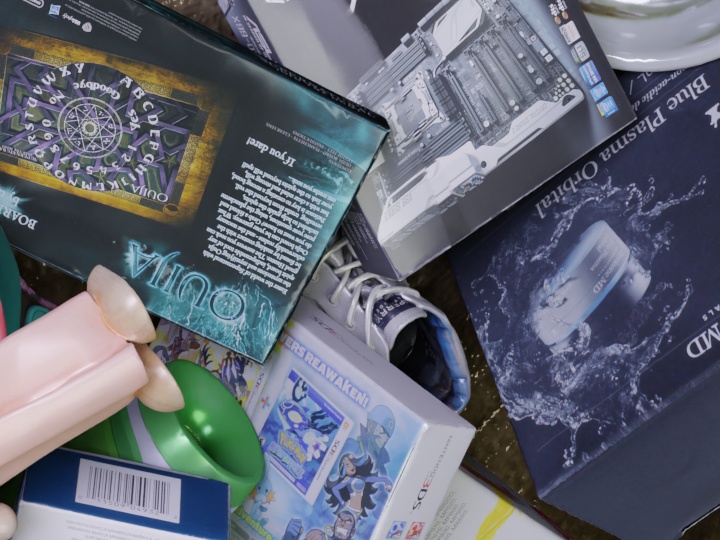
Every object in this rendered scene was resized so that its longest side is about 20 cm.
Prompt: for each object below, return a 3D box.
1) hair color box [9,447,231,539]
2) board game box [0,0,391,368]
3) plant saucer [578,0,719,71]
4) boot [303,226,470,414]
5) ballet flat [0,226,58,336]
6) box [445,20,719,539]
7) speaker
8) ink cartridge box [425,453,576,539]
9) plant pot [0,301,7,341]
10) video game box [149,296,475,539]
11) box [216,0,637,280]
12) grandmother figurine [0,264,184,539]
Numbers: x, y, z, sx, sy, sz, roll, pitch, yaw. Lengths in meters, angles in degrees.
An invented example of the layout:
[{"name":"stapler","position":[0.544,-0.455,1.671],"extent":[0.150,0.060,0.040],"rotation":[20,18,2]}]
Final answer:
[{"name":"hair color box","position":[-0.131,0.189,1.050],"extent":[0.099,0.061,0.201],"rotation":[13,112,-8]},{"name":"board game box","position":[-0.104,-0.055,1.053],"extent":[0.199,0.028,0.136],"rotation":[26,103,-13]},{"name":"plant saucer","position":[0.148,-0.205,1.146],"extent":[0.050,0.199,0.201],"rotation":[-56,155,-61]},{"name":"boot","position":[0.000,0.000,1.178],"extent":[0.074,0.096,0.200],"rotation":[-43,132,-8]},{"name":"ballet flat","position":[-0.182,0.026,1.044],"extent":[0.200,0.071,0.070],"rotation":[60,29,-67]},{"name":"box","position":[0.170,0.009,1.195],"extent":[0.196,0.201,0.117],"rotation":[-39,137,23]},{"name":"speaker","position":[-0.145,0.129,1.111],"extent":[0.200,0.089,0.088],"rotation":[-37,136,19]},{"name":"ink cartridge box","position":[0.028,0.134,1.241],"extent":[0.084,0.145,0.200],"rotation":[-53,133,1]},{"name":"plant pot","position":[-0.274,0.019,0.932],"extent":[0.200,0.177,0.201],"rotation":[-18,125,-28]},{"name":"video game box","position":[-0.052,0.110,1.134],"extent":[0.047,0.200,0.183],"rotation":[7,112,-45]},{"name":"box","position":[0.027,-0.121,1.113],"extent":[0.157,0.050,0.201],"rotation":[-33,107,-16]},{"name":"grandmother figurine","position":[-0.170,0.074,0.882],"extent":[0.200,0.060,0.122],"rotation":[-35,122,-18]}]
